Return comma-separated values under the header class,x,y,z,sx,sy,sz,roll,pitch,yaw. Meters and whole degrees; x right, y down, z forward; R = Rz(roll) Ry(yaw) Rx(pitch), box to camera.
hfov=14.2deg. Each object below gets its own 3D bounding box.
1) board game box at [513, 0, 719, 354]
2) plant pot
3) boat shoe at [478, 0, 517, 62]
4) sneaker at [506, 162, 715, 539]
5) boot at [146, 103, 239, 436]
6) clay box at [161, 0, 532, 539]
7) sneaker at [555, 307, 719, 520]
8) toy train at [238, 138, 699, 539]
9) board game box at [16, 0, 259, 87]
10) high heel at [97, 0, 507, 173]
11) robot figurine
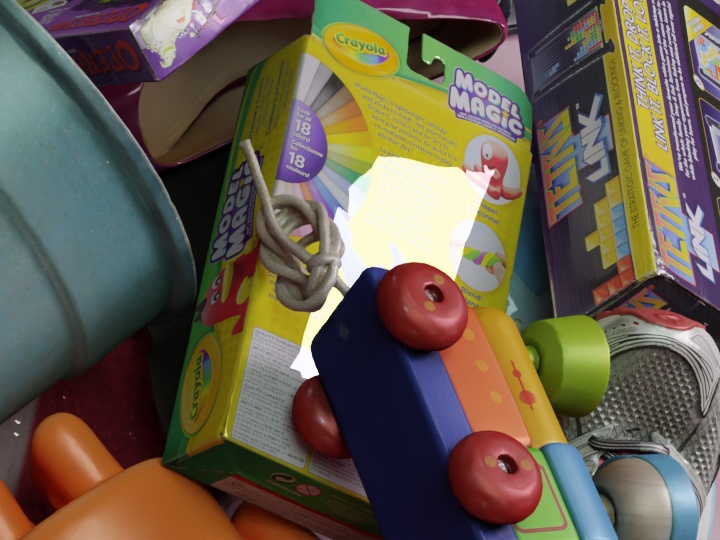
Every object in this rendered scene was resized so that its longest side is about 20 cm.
class,x,y,z,sx,sy,sz,roll,pitch,yaw
board game box,0.144,-0.026,1.200,0.165,0.057,0.200,31,38,-33
plant pot,-0.200,0.005,1.067,0.200,0.200,0.196,45,69,5
boat shoe,0.039,-0.123,1.271,0.200,0.072,0.068,-12,69,-31
sneaker,0.064,0.044,1.195,0.130,0.080,0.200,-2,58,-22
boot,-0.051,0.008,1.187,0.073,0.075,0.200,-20,51,17
clay box,0.000,0.000,1.112,0.115,0.048,0.201,27,58,-27
sneaker,0.098,0.109,1.105,0.078,0.201,0.082,9,21,-4
toy train,0.039,0.030,1.043,0.115,0.085,0.200,0,54,-34
board game box,-0.099,-0.111,1.148,0.120,0.200,0.032,-37,111,-30
high heel,-0.041,-0.075,1.157,0.200,0.068,0.096,-36,42,-14
robot figurine,-0.075,0.150,1.074,0.200,0.117,0.144,54,36,9
